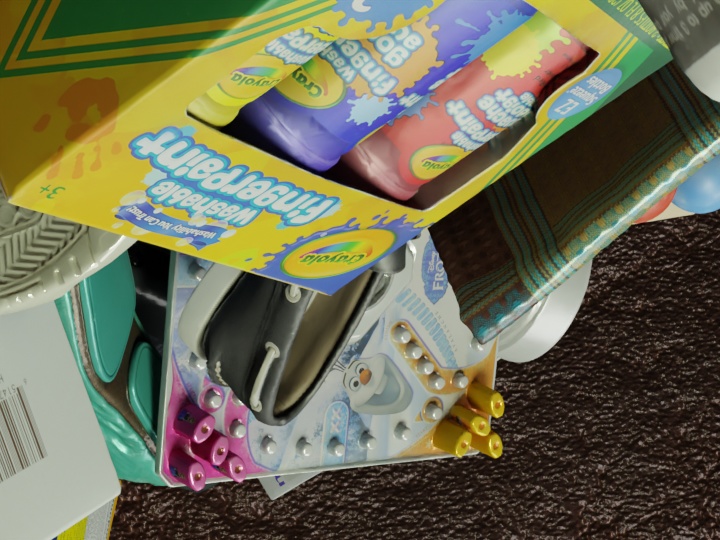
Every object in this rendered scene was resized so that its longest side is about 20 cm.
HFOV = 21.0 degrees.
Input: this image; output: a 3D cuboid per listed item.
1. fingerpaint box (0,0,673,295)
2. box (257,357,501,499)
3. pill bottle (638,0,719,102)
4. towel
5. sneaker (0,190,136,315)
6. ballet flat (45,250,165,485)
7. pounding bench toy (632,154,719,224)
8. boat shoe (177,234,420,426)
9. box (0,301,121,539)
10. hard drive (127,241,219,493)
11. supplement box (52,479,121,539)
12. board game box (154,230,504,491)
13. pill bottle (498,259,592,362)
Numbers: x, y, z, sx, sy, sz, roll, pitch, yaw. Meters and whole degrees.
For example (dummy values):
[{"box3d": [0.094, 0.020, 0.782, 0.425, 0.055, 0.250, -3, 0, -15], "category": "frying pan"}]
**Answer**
[{"box3d": [-0.005, -0.075, 0.611, 0.166, 0.074, 0.200, -34, 158, 18], "category": "fingerpaint box"}, {"box3d": [-0.037, 0.011, 1.164, 0.096, 0.201, 0.176, -30, 178, -34], "category": "box"}, {"box3d": [0.112, -0.117, 0.513, 0.113, 0.201, 0.114, -33, 178, -1], "category": "pill bottle"}, {"box3d": [0.102, -0.075, 0.757, 0.200, 0.022, 0.147, -40, -149, 13], "category": "towel"}, {"box3d": [-0.082, -0.048, 0.779, 0.200, 0.077, 0.111, -41, 167, 8], "category": "sneaker"}, {"box3d": [-0.129, 0.035, 0.882, 0.070, 0.068, 0.201, -2, 141, 14], "category": "ballet flat"}, {"box3d": [0.145, -0.130, 0.873, 0.124, 0.157, 0.200, -10, 148, -46], "category": "pounding bench toy"}, {"box3d": [-0.005, -0.019, 0.775, 0.074, 0.060, 0.201, -12, 145, -53], "category": "boat shoe"}, {"box3d": [-0.222, 0.088, 0.807, 0.199, 0.098, 0.124, -17, -174, 29], "category": "box"}, {"box3d": [-0.107, 0.052, 0.997, 0.139, 0.033, 0.199, -34, 141, 27], "category": "hard drive"}, {"box3d": [-0.197, 0.145, 1.004, 0.108, 0.110, 0.200, 8, 169, 2], "category": "supplement box"}, {"box3d": [0.000, 0.000, 0.925, 0.199, 0.202, 0.026, -2, -167, -37], "category": "board game box"}, {"box3d": [0.019, -0.024, 1.029, 0.199, 0.117, 0.116, 21, 144, -29], "category": "pill bottle"}]
